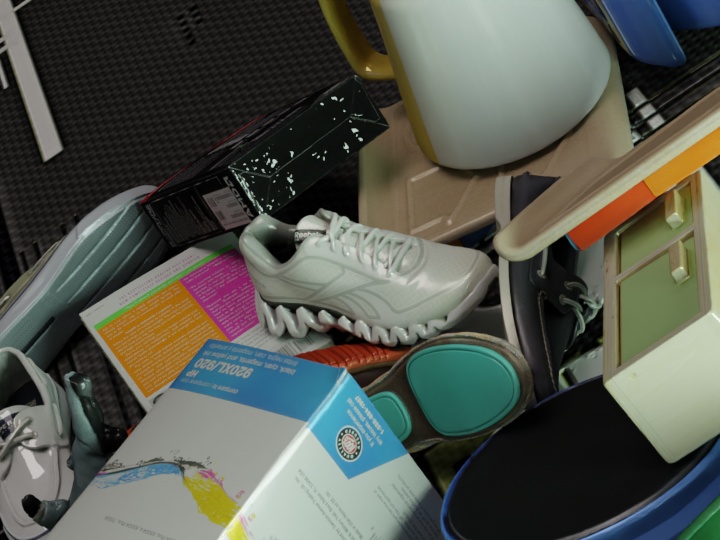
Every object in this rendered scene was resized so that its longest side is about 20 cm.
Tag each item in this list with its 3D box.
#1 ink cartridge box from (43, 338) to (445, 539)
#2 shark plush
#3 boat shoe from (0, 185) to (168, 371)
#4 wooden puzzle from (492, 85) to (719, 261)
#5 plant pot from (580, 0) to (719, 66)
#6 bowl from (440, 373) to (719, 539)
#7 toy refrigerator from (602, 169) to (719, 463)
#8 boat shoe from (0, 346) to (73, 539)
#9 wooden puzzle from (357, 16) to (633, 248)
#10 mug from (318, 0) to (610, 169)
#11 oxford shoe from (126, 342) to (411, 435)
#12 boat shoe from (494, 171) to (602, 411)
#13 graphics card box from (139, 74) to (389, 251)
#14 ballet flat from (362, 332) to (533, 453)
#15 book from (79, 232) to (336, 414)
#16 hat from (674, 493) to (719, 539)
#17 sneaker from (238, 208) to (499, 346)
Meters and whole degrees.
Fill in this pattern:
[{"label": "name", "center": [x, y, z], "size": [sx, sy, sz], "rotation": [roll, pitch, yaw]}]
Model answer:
[{"label": "ink cartridge box", "center": [-0.074, 0.170, 1.490], "size": [0.144, 0.148, 0.200], "rotation": [11, 54, 48]}, {"label": "shark plush", "center": [-0.177, 0.159, 1.578], "size": [0.082, 0.201, 0.091], "rotation": [-2, 46, -7]}, {"label": "boat shoe", "center": [-0.226, 0.005, 1.903], "size": [0.200, 0.072, 0.062], "rotation": [-44, 36, -8]}, {"label": "wooden puzzle", "center": [0.194, -0.074, 1.518], "size": [0.199, 0.037, 0.185], "rotation": [-30, 5, 33]}, {"label": "plant pot", "center": [0.211, -0.274, 1.742], "size": [0.179, 0.200, 0.200], "rotation": [-35, 35, 2]}, {"label": "bowl", "center": [0.136, 0.120, 1.421], "size": [0.199, 0.040, 0.201], "rotation": [-25, 20, 10]}, {"label": "toy refrigerator", "center": [0.184, 0.020, 1.418], "size": [0.076, 0.070, 0.200], "rotation": [-35, 16, 20]}, {"label": "boat shoe", "center": [-0.242, 0.128, 1.768], "size": [0.073, 0.066, 0.200], "rotation": [-33, 33, 3]}, {"label": "wooden puzzle", "center": [0.096, -0.085, 1.754], "size": [0.199, 0.046, 0.186], "rotation": [-20, 36, 14]}, {"label": "mug", "center": [0.060, -0.169, 1.711], "size": [0.185, 0.154, 0.150], "rotation": [-20, 37, 16]}, {"label": "oxford shoe", "center": [-0.053, 0.103, 1.643], "size": [0.199, 0.073, 0.071], "rotation": [-21, 9, -6]}, {"label": "boat shoe", "center": [0.122, 0.010, 1.585], "size": [0.062, 0.073, 0.201], "rotation": [-8, 44, 7]}, {"label": "graphics card box", "center": [-0.073, -0.077, 1.808], "size": [0.125, 0.051, 0.200], "rotation": [-37, 8, -23]}, {"label": "ballet flat", "center": [0.050, 0.074, 1.543], "size": [0.067, 0.069, 0.199], "rotation": [-27, 3, -43]}, {"label": "book", "center": [-0.107, 0.052, 1.762], "size": [0.133, 0.048, 0.200], "rotation": [-35, 33, -6]}, {"label": "hat", "center": [0.249, 0.190, 1.274], "size": [0.200, 0.166, 0.176], "rotation": [-39, 70, -10]}, {"label": "sneaker", "center": [0.000, 0.000, 1.653], "size": [0.199, 0.081, 0.075], "rotation": [-1, 36, 36]}]
